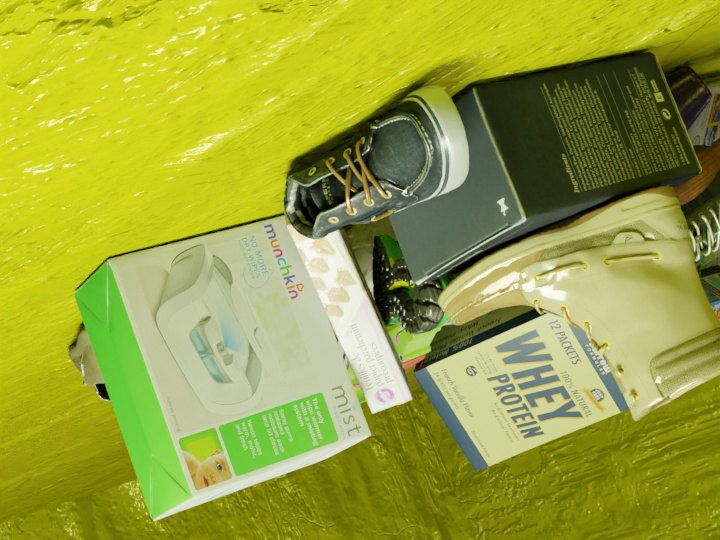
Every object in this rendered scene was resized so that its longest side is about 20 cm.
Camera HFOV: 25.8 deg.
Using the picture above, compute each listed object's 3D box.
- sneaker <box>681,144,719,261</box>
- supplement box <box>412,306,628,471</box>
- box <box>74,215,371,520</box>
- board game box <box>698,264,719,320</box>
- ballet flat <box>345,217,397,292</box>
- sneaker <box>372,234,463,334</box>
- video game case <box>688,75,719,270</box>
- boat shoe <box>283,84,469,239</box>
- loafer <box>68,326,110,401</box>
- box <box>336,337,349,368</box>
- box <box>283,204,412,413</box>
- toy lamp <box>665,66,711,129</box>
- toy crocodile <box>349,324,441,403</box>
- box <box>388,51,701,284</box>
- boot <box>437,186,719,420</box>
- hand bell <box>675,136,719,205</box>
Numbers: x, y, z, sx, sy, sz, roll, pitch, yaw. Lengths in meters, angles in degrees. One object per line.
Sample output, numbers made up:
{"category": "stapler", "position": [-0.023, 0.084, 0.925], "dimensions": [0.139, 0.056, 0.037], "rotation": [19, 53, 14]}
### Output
{"category": "sneaker", "position": [0.284, -0.046, 1.330], "dimensions": [0.089, 0.068, 0.200], "rotation": [11, -142, 21]}
{"category": "supplement box", "position": [0.186, 0.075, 1.675], "dimensions": [0.199, 0.135, 0.200], "rotation": [-26, -162, 23]}
{"category": "box", "position": [-0.113, 0.077, 1.291], "dimensions": [0.176, 0.201, 0.097], "rotation": [-15, 170, -32]}
{"category": "board game box", "position": [0.274, -0.001, 1.562], "dimensions": [0.135, 0.200, 0.035], "rotation": [-13, 125, -36]}
{"category": "ballet flat", "position": [0.000, 0.000, 1.484], "dimensions": [0.071, 0.072, 0.200], "rotation": [-14, 170, -39]}
{"category": "sneaker", "position": [0.060, 0.014, 1.339], "dimensions": [0.085, 0.079, 0.200], "rotation": [-4, -169, -15]}
{"category": "video game case", "position": [0.316, -0.086, 1.479], "dimensions": [0.181, 0.201, 0.023], "rotation": [-15, -146, -38]}
{"category": "boat shoe", "position": [0.008, -0.067, 1.110], "dimensions": [0.090, 0.071, 0.200], "rotation": [-23, 175, -19]}
{"category": "loafer", "position": [-0.238, 0.091, 1.518], "dimensions": [0.075, 0.069, 0.200], "rotation": [-19, 171, -10]}
{"category": "box", "position": [-0.098, 0.065, 1.410], "dimensions": [0.199, 0.050, 0.076], "rotation": [-7, 127, -32]}
{"category": "box", "position": [-0.009, 0.027, 1.299], "dimensions": [0.038, 0.201, 0.042], "rotation": [-20, -151, 5]}
{"category": "toy lamp", "position": [0.215, -0.100, 1.360], "dimensions": [0.200, 0.058, 0.058], "rotation": [-41, 168, 9]}
{"category": "toy crocodile", "position": [0.025, 0.089, 1.635], "dimensions": [0.067, 0.062, 0.200], "rotation": [-18, 171, -33]}
{"category": "box", "position": [0.135, -0.080, 1.226], "dimensions": [0.199, 0.108, 0.148], "rotation": [-16, 171, -37]}
{"category": "boot", "position": [0.170, 0.043, 1.183], "dimensions": [0.199, 0.156, 0.073], "rotation": [-23, 171, 12]}
{"category": "hand bell", "position": [0.311, -0.105, 1.314], "dimensions": [0.200, 0.104, 0.104], "rotation": [-38, 179, -25]}
